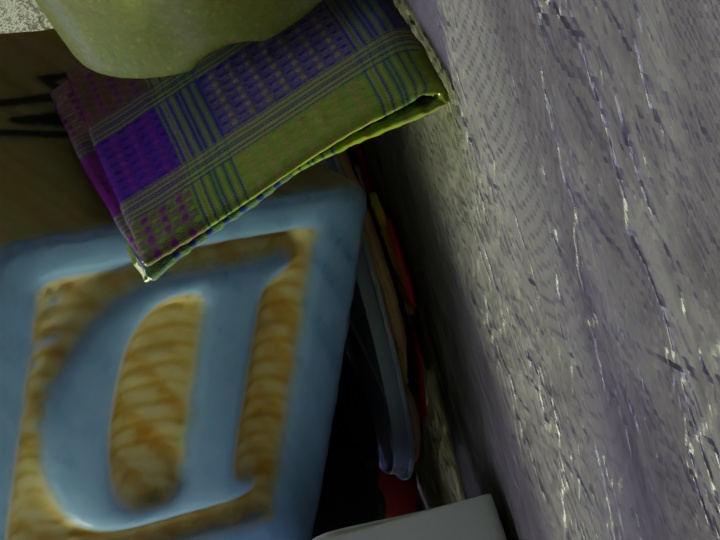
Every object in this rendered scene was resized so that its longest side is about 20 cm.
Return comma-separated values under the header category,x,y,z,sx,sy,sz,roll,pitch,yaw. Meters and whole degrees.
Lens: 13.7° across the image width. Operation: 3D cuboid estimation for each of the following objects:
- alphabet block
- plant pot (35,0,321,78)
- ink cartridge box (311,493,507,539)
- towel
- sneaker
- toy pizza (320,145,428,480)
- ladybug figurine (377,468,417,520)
category,x,y,z,sx,sy,sz,roll,pitch,yaw
alphabet block,-0.141,0.021,1.301,0.200,0.196,0.196,32,121,43
plant pot,-0.090,-0.185,1.170,0.184,0.200,0.200,64,180,-33
ink cartridge box,0.045,0.212,1.301,0.145,0.083,0.200,94,160,-71
towel,-0.048,-0.074,1.202,0.023,0.143,0.200,57,-179,-29
sneaker,-0.038,0.048,1.420,0.108,0.067,0.202,-176,73,-83
toy pizza,0.000,0.000,1.404,0.200,0.032,0.201,163,90,-82
ladybug figurine,-0.029,0.091,1.493,0.200,0.135,0.072,-100,31,-48
